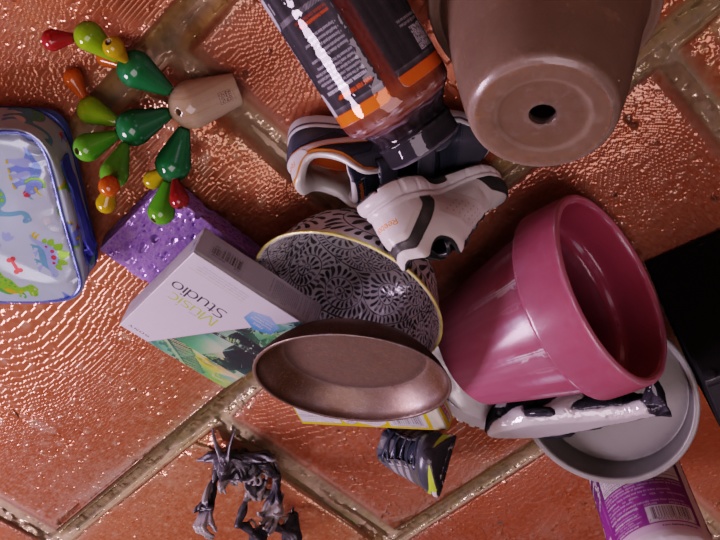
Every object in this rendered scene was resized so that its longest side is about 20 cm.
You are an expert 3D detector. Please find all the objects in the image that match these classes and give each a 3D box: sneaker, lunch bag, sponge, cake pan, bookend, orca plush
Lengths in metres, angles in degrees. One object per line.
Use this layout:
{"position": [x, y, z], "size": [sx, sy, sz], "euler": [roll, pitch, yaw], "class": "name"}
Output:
{"position": [0.110, 0.109, 0.966], "size": [0.200, 0.077, 0.081], "euler": [34, 111, -21], "class": "sneaker"}
{"position": [-0.352, -0.062, 0.840], "size": [0.160, 0.083, 0.201], "euler": [-3, 124, 2], "class": "lunch bag"}
{"position": [-0.166, -0.003, 0.913], "size": [0.200, 0.030, 0.111], "euler": [39, 116, -24], "class": "sponge"}
{"position": [0.080, -0.049, 0.801], "size": [0.074, 0.200, 0.080], "euler": [-36, 77, 43], "class": "sneaker"}
{"position": [0.060, 0.217, 0.986], "size": [0.081, 0.074, 0.200], "euler": [17, 166, 1], "class": "sneaker"}
{"position": [0.279, 0.141, 0.957], "size": [0.199, 0.037, 0.201], "euler": [6, 105, 24], "class": "cake pan"}
{"position": [0.398, 0.098, 0.884], "size": [0.092, 0.200, 0.199], "euler": [-25, 120, 16], "class": "bookend"}
{"position": [0.028, -0.102, 0.812], "size": [0.199, 0.080, 0.079], "euler": [-2, 144, 3], "class": "sneaker"}
{"position": [0.228, 0.133, 0.919], "size": [0.105, 0.071, 0.200], "euler": [23, 146, -40], "class": "orca plush"}

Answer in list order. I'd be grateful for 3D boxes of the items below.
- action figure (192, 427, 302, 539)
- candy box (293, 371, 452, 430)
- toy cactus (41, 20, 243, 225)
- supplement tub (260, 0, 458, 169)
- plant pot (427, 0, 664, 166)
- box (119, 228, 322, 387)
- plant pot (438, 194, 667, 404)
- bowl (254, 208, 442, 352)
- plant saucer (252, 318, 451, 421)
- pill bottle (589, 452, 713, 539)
{"position": [-0.144, 0.294, 1.069], "size": [0.118, 0.102, 0.201], "euler": [-10, 125, 20], "class": "action figure"}
{"position": [-0.002, 0.138, 0.964], "size": [0.199, 0.026, 0.103], "euler": [-3, 127, 31], "class": "candy box"}
{"position": [-0.192, -0.144, 0.784], "size": [0.164, 0.102, 0.201], "euler": [-21, 102, -5], "class": "toy cactus"}
{"position": [0.003, -0.187, 0.719], "size": [0.107, 0.107, 0.200], "euler": [-29, 103, 18], "class": "supplement tub"}
{"position": [0.145, -0.182, 0.678], "size": [0.199, 0.175, 0.201], "euler": [7, 145, 5], "class": "plant pot"}
{"position": [-0.151, 0.047, 0.886], "size": [0.144, 0.036, 0.200], "euler": [34, 141, -18], "class": "box"}
{"position": [0.184, 0.050, 0.867], "size": [0.179, 0.201, 0.200], "euler": [-30, 120, 36], "class": "plant pot"}
{"position": [0.000, 0.000, 0.861], "size": [0.200, 0.094, 0.201], "euler": [15, 142, 12], "class": "bowl"}
{"position": [-0.007, 0.098, 0.849], "size": [0.199, 0.037, 0.201], "euler": [4, 149, 3], "class": "plant saucer"}
{"position": [0.335, 0.272, 0.997], "size": [0.112, 0.200, 0.113], "euler": [0, 124, 0], "class": "pill bottle"}
